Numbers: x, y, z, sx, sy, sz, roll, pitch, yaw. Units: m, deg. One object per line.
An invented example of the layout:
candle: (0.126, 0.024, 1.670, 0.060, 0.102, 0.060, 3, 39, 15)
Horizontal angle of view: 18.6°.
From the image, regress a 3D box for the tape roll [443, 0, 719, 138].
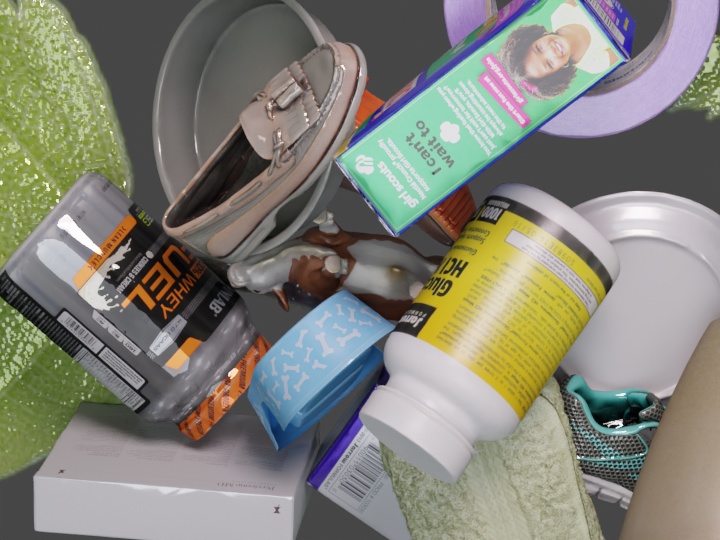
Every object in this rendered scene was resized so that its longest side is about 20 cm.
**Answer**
tape roll: (0.162, -0.201, 1.608, 0.199, 0.066, 0.201, 2, 107, 7)

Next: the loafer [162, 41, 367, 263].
loafer: (-0.069, -0.082, 1.539, 0.063, 0.072, 0.200, 13, 129, -33)

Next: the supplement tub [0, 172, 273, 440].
supplement tub: (-0.171, 0.030, 1.685, 0.200, 0.123, 0.123, 41, 107, -6)

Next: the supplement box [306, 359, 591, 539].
supplement box: (0.072, 0.166, 1.706, 0.200, 0.103, 0.101, 35, 106, -3)

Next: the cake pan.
cake pan: (-0.076, -0.111, 1.623, 0.200, 0.037, 0.202, 0, 90, 44)

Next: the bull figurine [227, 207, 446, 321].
bull figurine: (0.000, 0.000, 1.670, 0.199, 0.121, 0.066, 10, 77, -4)

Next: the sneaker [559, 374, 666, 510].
sneaker: (0.218, 0.135, 1.669, 0.199, 0.078, 0.091, 14, 127, -16)

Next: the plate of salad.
plate of salad: (0.210, 0.027, 1.673, 0.199, 0.048, 0.201, 1, 116, 3)

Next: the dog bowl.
dog bowl: (-0.033, 0.072, 1.636, 0.111, 0.200, 0.050, -41, 83, -13)

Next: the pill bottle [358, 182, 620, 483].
pill bottle: (0.088, 0.046, 1.565, 0.112, 0.112, 0.200, 37, 77, -5)

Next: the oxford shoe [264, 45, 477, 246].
oxford shoe: (0.008, -0.085, 1.668, 0.200, 0.071, 0.073, 46, 125, -2)

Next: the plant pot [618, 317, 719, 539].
plant pot: (0.285, 0.141, 1.589, 0.186, 0.187, 0.201, 10, 71, 4)

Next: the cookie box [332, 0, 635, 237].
cookie box: (0.089, -0.125, 1.517, 0.200, 0.171, 0.075, -38, 96, 15)

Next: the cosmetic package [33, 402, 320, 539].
cosmetic package: (-0.139, 0.158, 1.704, 0.199, 0.151, 0.052, 4, 107, 6)

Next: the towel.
towel: (0.103, 0.185, 1.637, 0.148, 0.037, 0.201, -16, 103, 10)
